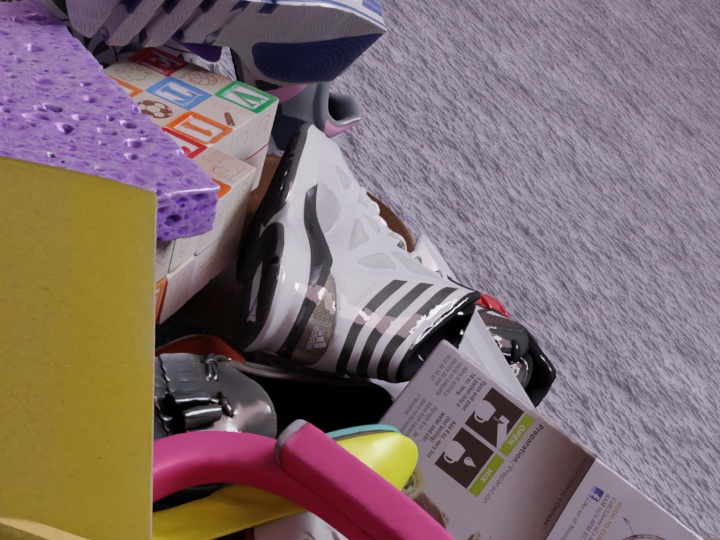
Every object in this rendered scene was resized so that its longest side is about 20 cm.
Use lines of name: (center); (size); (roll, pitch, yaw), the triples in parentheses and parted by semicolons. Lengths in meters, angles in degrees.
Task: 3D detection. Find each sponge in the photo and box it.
sponge: (-0.163, -0.074, 0.889); (0.111, 0.030, 0.200); (-7, 36, -36)

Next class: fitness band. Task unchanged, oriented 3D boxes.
fitness band: (-0.033, 0.136, 0.694); (0.200, 0.038, 0.143); (36, 58, 27)

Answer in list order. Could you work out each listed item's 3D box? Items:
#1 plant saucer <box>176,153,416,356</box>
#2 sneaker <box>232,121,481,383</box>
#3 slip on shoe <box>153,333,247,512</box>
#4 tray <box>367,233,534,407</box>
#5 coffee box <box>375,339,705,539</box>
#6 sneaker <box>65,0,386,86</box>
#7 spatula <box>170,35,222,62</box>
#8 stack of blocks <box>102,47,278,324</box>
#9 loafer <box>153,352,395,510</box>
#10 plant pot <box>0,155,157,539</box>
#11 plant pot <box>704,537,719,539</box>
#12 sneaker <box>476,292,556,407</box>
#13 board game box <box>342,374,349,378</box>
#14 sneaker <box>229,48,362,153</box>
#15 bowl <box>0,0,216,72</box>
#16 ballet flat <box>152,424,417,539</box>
plant saucer: (-0.042, -0.017, 1.054); (0.199, 0.037, 0.201); (16, 29, -9)
sneaker: (0.000, 0.000, 0.944); (0.115, 0.076, 0.201); (22, 27, -10)
slip on shoe: (-0.092, 0.074, 0.897); (0.074, 0.061, 0.200); (46, 23, 2)
tray: (0.068, 0.083, 1.055); (0.200, 0.022, 0.108); (57, 42, -38)
coffee box: (0.095, 0.130, 0.863); (0.199, 0.080, 0.113); (37, -6, 10)
sneaker: (-0.078, -0.180, 1.019); (0.198, 0.080, 0.116); (9, 59, -39)
spatula: (-0.106, -0.195, 1.098); (0.056, 0.021, 0.201); (30, 29, -27)
stack of blocks: (-0.115, -0.046, 0.958); (0.114, 0.059, 0.200); (24, 30, 13)
loafer: (-0.054, 0.064, 0.833); (0.200, 0.063, 0.072); (9, 55, -60)
plant pot: (-0.190, 0.066, 0.608); (0.175, 0.200, 0.201); (23, 32, -21)
plant pot: (0.217, 0.240, 1.028); (0.200, 0.200, 0.174); (38, 10, -19)
sneaker: (0.051, 0.048, 1.133); (0.098, 0.071, 0.200); (37, 13, 39)
board game box: (0.016, 0.137, 0.962); (0.200, 0.039, 0.158); (49, 23, -18)
sneaker: (-0.045, -0.156, 1.169); (0.201, 0.081, 0.071); (81, -2, -55)
bowl: (-0.152, -0.159, 1.111); (0.200, 0.094, 0.201); (36, 27, -22)
ballet flat: (-0.060, 0.124, 0.768); (0.198, 0.067, 0.067); (-15, 50, -16)
